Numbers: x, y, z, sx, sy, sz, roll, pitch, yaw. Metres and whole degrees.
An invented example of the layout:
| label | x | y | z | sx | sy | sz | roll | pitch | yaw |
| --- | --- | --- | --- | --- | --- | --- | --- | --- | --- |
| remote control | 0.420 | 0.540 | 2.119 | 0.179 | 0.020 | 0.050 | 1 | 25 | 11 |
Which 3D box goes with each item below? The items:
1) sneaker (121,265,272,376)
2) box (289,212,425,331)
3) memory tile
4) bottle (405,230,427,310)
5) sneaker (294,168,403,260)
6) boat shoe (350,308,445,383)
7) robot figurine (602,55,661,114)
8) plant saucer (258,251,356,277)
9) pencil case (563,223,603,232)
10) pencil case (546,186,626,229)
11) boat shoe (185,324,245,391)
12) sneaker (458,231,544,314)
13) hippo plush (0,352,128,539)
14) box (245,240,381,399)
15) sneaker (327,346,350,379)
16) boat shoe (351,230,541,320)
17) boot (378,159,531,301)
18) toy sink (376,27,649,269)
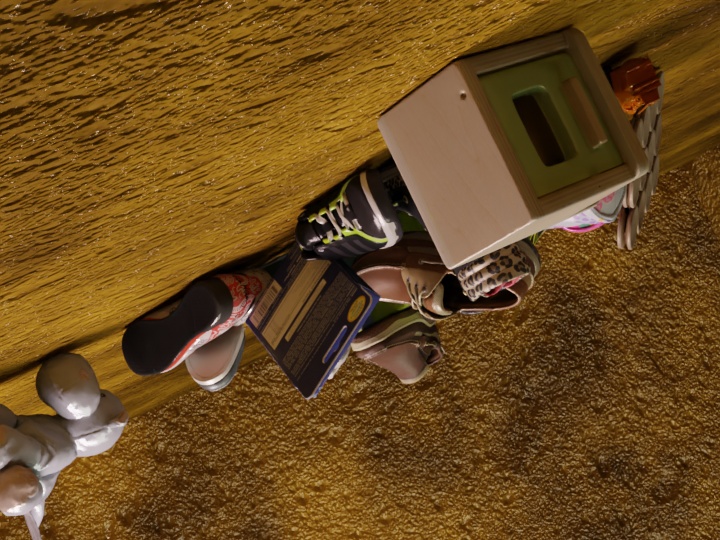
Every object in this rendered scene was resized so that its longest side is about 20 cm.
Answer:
| label | x | y | z | sx | sy | sz | roll | pitch | yaw |
| --- | --- | --- | --- | --- | --- | --- | --- | --- | --- |
| sneaker | -0.177 | 0.057 | 1.501 | 0.107 | 0.068 | 0.201 | -17 | 168 | -46 |
| box | 0.000 | 0.000 | 1.488 | 0.047 | 0.123 | 0.200 | -23 | 175 | -42 |
| memory tile | 0.317 | -0.125 | 1.510 | 0.017 | 0.155 | 0.200 | 7 | -151 | 19 |
| bottle | 0.063 | -0.002 | 1.579 | 0.199 | 0.065 | 0.084 | -33 | -151 | 13 |
| sneaker | -0.019 | -0.038 | 1.280 | 0.082 | 0.072 | 0.200 | -23 | 175 | -14 |
| boat shoe | 0.052 | 0.088 | 1.500 | 0.074 | 0.075 | 0.202 | -27 | 174 | 21 |
| robot figurine | 0.234 | -0.161 | 1.371 | 0.144 | 0.059 | 0.200 | -23 | 175 | -3 |
| plant saucer | -0.068 | 0.003 | 1.481 | 0.019 | 0.071 | 0.199 | 22 | 153 | -29 |
| pencil case | 0.261 | -0.116 | 1.512 | 0.088 | 0.089 | 0.200 | -28 | -167 | 29 |
| pencil case | 0.163 | -0.084 | 1.319 | 0.199 | 0.092 | 0.083 | -3 | -172 | 43 |
| boat shoe | -0.158 | 0.093 | 1.553 | 0.072 | 0.062 | 0.200 | -25 | -157 | 4 |
| sneaker | 0.158 | -0.031 | 1.417 | 0.201 | 0.074 | 0.085 | -59 | -168 | 27 |
| hippo plush | -0.327 | 0.182 | 1.440 | 0.160 | 0.201 | 0.159 | -33 | -161 | -11 |
| box | -0.046 | 0.046 | 1.357 | 0.122 | 0.032 | 0.200 | -57 | -151 | 6 |
| sneaker | -0.041 | 0.080 | 1.453 | 0.070 | 0.080 | 0.200 | -47 | -163 | -8 |
| boat shoe | 0.078 | 0.008 | 1.336 | 0.198 | 0.076 | 0.074 | -6 | -137 | 27 |
| boot | 0.078 | -0.040 | 1.269 | 0.073 | 0.155 | 0.203 | -23 | 175 | -24 |
| toy sink | 0.136 | -0.103 | 1.046 | 0.199 | 0.131 | 0.112 | -20 | 173 | -42 |
